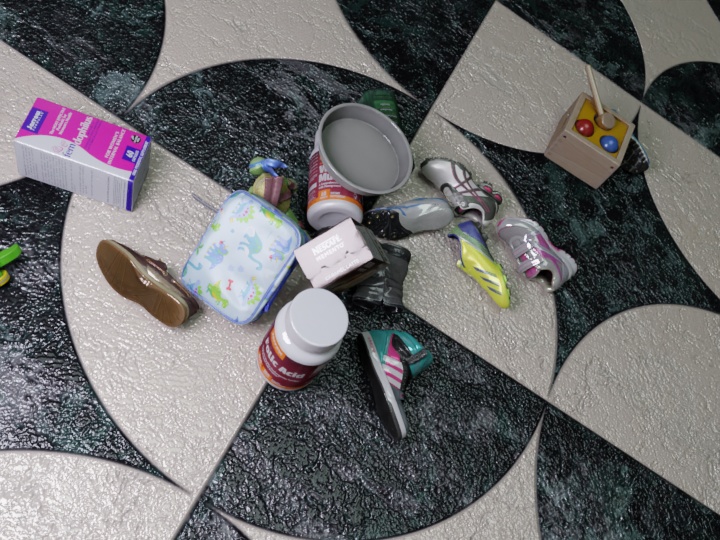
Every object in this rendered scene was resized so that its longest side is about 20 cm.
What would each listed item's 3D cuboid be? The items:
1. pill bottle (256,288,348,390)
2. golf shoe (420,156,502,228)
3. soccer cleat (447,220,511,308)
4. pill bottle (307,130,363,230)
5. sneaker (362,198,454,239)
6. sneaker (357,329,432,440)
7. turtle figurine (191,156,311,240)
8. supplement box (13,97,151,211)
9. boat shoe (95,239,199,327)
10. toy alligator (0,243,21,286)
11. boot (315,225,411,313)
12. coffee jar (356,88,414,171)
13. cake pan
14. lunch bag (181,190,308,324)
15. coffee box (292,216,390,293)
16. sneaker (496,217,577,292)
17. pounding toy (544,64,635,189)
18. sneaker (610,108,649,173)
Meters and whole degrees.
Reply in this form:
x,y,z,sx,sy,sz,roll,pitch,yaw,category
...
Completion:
x,y,z,sx,sy,sz,roll,pitch,yaw,category
-0.095,0.114,1.124,0.113,0.200,0.115,10,60,-17,pill bottle
0.212,-0.172,1.480,0.199,0.077,0.089,29,64,-6,golf shoe
0.246,-0.006,1.427,0.083,0.065,0.202,-25,78,0,soccer cleat
-0.048,-0.182,1.353,0.108,0.110,0.202,10,61,-18,pill bottle
0.093,-0.111,1.410,0.198,0.073,0.073,-7,32,-19,sneaker
0.079,0.192,1.232,0.119,0.084,0.202,-12,68,-17,sneaker
-0.172,-0.106,1.284,0.144,0.199,0.196,-29,98,-54,turtle figurine
-0.475,-0.198,1.187,0.198,0.103,0.102,17,59,-12,supplement box
-0.355,0.015,1.157,0.199,0.073,0.072,35,25,10,boat shoe
-0.607,0.025,1.047,0.054,0.060,0.201,12,50,34,toy alligator
0.000,0.000,1.308,0.198,0.070,0.133,16,67,-7,boot
0.049,-0.272,1.444,0.084,0.104,0.202,-3,65,-25,coffee jar
0.006,-0.226,1.312,0.198,0.037,0.203,12,60,-22,cake pan
-0.193,-0.018,1.167,0.160,0.082,0.201,34,95,6,lunch bag
-0.026,-0.021,1.182,0.114,0.200,0.080,-30,83,6,coffee box
0.369,-0.033,1.468,0.199,0.081,0.088,39,54,1,sneaker
0.562,-0.350,1.671,0.183,0.142,0.201,32,58,0,pounding toy
0.682,-0.343,1.766,0.089,0.078,0.201,-21,74,-33,sneaker
